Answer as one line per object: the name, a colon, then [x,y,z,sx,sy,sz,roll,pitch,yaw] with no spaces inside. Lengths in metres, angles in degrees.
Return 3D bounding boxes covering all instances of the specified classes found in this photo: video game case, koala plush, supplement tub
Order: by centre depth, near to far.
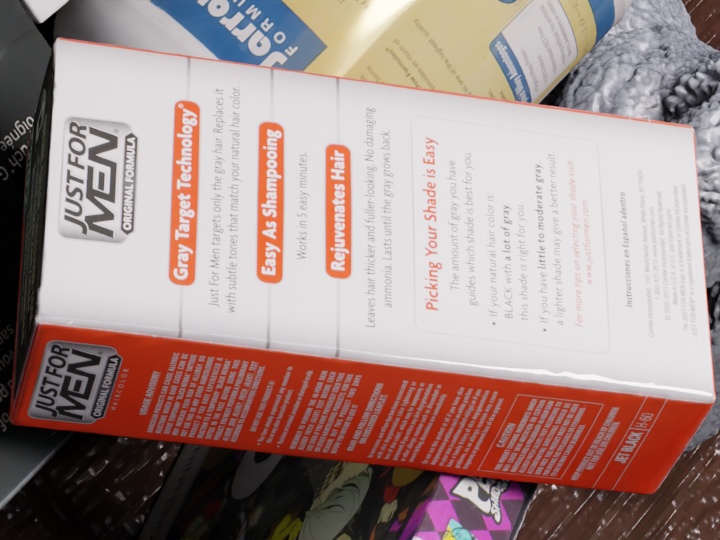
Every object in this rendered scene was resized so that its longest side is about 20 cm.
video game case: [-0.014,0.083,0.992,0.036,0.200,0.182,39,52,-20]
supplement tub: [-0.015,-0.081,1.050,0.200,0.145,0.145,-46,106,-10]
koala plush: [0.099,-0.061,1.183,0.177,0.184,0.201,28,29,-49]

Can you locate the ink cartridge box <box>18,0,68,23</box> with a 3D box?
ink cartridge box: [-0.102,-0.166,0.988,0.200,0.067,0.116,-42,122,-10]

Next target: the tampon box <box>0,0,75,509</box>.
tampon box: [-0.175,-0.017,0.941,0.200,0.126,0.150,54,48,-11]

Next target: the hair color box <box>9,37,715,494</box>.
hair color box: [0.000,0.000,0.895,0.199,0.061,0.102,8,56,-11]
